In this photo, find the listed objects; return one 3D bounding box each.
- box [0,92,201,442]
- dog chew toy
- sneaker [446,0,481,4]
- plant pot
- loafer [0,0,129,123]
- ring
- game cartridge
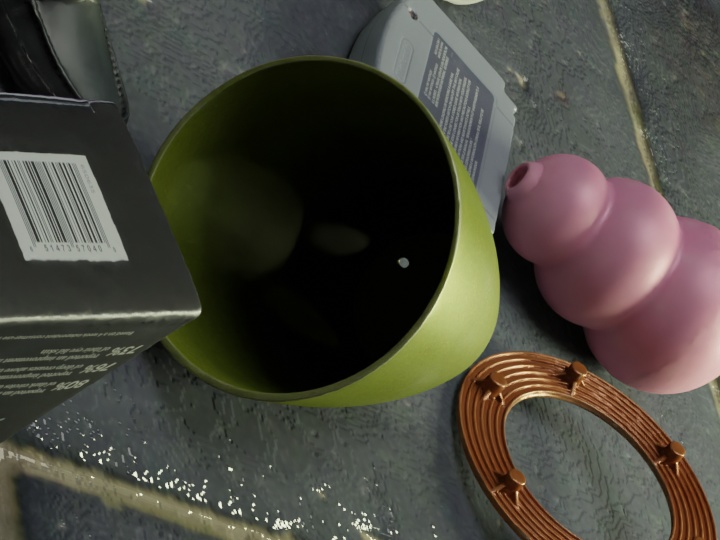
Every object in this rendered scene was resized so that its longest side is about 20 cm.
[{"bbox_3d":[-0.192,0.019,1.056,0.148,0.200,0.104,0,63,-59],"label":"box"},{"bbox_3d":[0.176,-0.005,1.762,0.200,0.125,0.125,38,34,-23],"label":"dog chew toy"},{"bbox_3d":[0.034,-0.253,1.830,0.112,0.073,0.200,63,20,15],"label":"sneaker"},{"bbox_3d":[0.000,0.000,1.439,0.200,0.187,0.187,33,35,-64],"label":"plant pot"},{"bbox_3d":[-0.172,-0.163,1.400,0.068,0.070,0.201,-6,68,-59],"label":"loafer"},{"bbox_3d":[0.147,0.126,1.629,0.200,0.019,0.201,25,35,-19],"label":"ring"},{"bbox_3d":[0.045,-0.101,1.728,0.133,0.041,0.200,50,29,-23],"label":"game cartridge"}]
